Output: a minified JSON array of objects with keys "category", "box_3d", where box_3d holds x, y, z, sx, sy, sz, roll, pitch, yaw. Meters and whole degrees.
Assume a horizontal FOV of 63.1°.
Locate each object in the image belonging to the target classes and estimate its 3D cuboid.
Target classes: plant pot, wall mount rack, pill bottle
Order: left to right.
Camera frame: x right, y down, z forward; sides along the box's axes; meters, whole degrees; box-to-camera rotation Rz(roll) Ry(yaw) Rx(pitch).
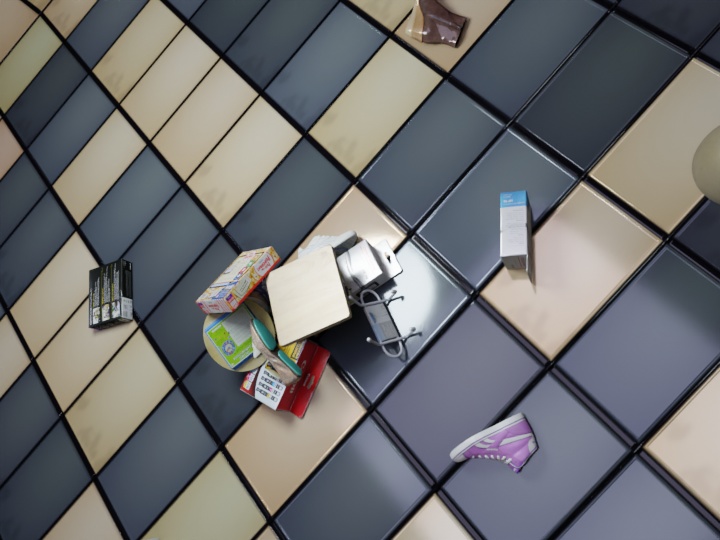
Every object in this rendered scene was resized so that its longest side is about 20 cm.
[{"category":"pill bottle","box_3d":[-0.315,0.047,1.668,0.109,0.111,0.203,-22,45,15]},{"category":"wall mount rack","box_3d":[0.045,0.123,1.491,0.075,0.171,0.203,-49,59,45]},{"category":"plant pot","box_3d":[0.846,-0.257,1.284,0.196,0.134,0.205,-6,72,20]}]

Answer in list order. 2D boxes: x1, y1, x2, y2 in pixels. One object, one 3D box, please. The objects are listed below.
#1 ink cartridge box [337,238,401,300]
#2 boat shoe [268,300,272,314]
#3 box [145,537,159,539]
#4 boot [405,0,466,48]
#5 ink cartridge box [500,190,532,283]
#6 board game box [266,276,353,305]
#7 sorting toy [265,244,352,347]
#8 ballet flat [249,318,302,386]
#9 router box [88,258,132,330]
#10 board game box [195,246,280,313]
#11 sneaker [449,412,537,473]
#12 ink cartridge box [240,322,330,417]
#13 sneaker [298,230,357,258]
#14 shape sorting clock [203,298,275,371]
[{"category":"ink cartridge box","box_3d":[0.000,0.000,1.598,0.198,0.068,0.117,-34,64,11]},{"category":"boat shoe","box_3d":[-0.184,0.100,1.646,0.196,0.072,0.066,3,81,29]},{"category":"box","box_3d":[-0.625,0.852,1.544,0.170,0.199,0.202,-35,65,10]},{"category":"boot","box_3d":[0.234,-0.756,1.728,0.163,0.072,0.204,17,80,13]},{"category":"ink cartridge box","box_3d":[0.381,-0.078,1.435,0.065,0.116,0.205,-2,74,21]},{"category":"board game box","box_3d":[-0.135,0.062,1.562,0.198,0.057,0.167,-33,60,9]},{"category":"sorting toy","box_3d":[-0.124,0.071,1.483,0.197,0.070,0.202,-24,64,14]},{"category":"ballet flat","box_3d":[-0.235,0.218,1.514,0.067,0.068,0.201,-39,90,13]},{"category":"router box","box_3d":[-0.821,0.079,1.925,0.146,0.051,0.204,-15,70,20]},{"category":"board game box","box_3d":[-0.319,0.025,1.532,0.150,0.047,0.201,-7,37,48]},{"category":"sneaker","box_3d":[0.309,0.423,1.351,0.198,0.073,0.116,-29,69,12]},{"category":"ink cartridge box","box_3d":[-0.203,0.271,1.597,0.173,0.084,0.203,21,83,26]},{"category":"sneaker","box_3d":[-0.100,-0.068,1.659,0.197,0.074,0.088,-27,62,13]},{"category":"shape sorting clock","box_3d":[-0.324,0.171,1.570,0.195,0.039,0.205,1,96,6]}]
